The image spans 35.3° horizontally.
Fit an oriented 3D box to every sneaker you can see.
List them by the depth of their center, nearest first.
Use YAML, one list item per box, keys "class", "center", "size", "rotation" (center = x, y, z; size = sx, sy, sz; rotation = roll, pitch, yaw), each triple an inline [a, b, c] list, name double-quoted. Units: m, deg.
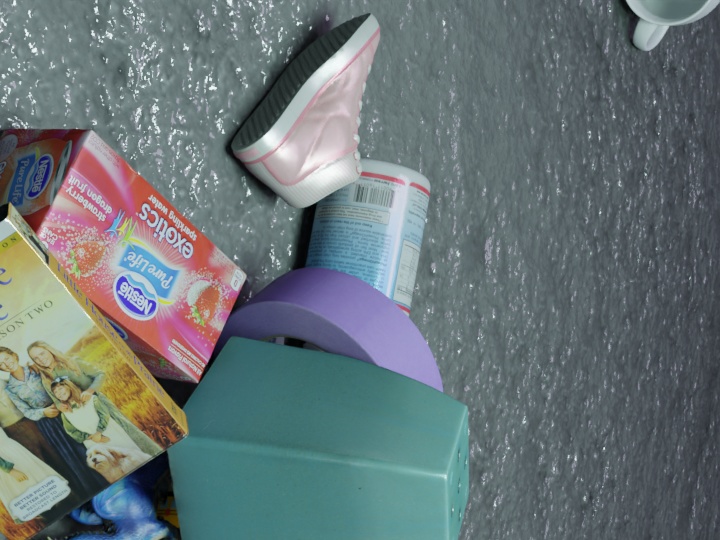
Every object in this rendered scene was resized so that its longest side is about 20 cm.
- class: "sneaker"
  center: [-0.029, -0.142, 1.049]
  size: [0.105, 0.075, 0.201]
  rotation: [50, 60, -27]

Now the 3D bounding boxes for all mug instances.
- class: "mug"
  center: [0.484, -0.433, 1.752]
  size: [0.175, 0.147, 0.201]
  rotation: [-25, 145, -60]

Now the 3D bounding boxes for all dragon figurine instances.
- class: "dragon figurine"
  center: [-0.185, 0.166, 0.860]
  size: [0.099, 0.059, 0.201]
  rotation: [25, 54, -28]

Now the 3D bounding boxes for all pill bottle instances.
- class: "pill bottle"
  center: [0.000, 0.000, 1.091]
  size: [0.109, 0.108, 0.201]
  rotation: [23, 75, -55]

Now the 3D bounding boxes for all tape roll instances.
- class: "tape roll"
  center: [-0.030, 0.101, 0.976]
  size: [0.066, 0.199, 0.201]
  rotation: [-40, 125, -46]

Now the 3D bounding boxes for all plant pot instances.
- class: "plant pot"
  center: [-0.022, 0.153, 0.861]
  size: [0.141, 0.199, 0.142]
  rotation: [-61, 151, -58]

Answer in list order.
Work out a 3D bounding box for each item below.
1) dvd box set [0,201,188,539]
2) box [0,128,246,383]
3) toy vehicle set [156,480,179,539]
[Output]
- class: "dvd box set"
  center: [-0.225, 0.073, 0.732]
  size: [0.146, 0.029, 0.200]
  rotation: [-32, 120, 0]
- class: "box"
  center: [-0.186, -0.007, 0.826]
  size: [0.200, 0.095, 0.100]
  rotation: [48, 56, -47]
- class: "toy vehicle set"
  center: [-0.133, 0.251, 0.995]
  size: [0.200, 0.026, 0.125]
  rotation: [18, 78, -55]
